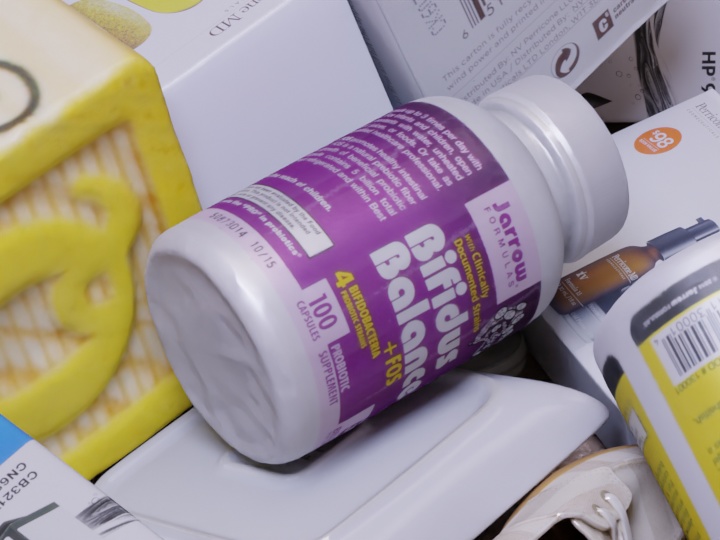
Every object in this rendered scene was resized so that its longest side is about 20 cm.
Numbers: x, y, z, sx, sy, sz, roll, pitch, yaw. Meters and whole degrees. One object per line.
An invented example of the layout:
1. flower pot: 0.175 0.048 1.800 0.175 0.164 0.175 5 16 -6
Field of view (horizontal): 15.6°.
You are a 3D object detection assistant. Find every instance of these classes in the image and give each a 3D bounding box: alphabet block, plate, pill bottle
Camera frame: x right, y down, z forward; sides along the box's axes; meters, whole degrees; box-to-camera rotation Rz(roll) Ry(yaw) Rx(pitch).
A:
1. alphabet block: -0.198 -0.017 1.169 0.195 0.197 0.200 -37 47 -18
2. plate: -0.025 0.086 1.137 0.199 0.032 0.200 8 33 44
3. pill bottle: 0.016 -0.008 1.135 0.200 0.112 0.112 -29 44 -25
4. pill bottle: 0.184 0.089 1.058 0.114 0.114 0.200 -16 64 -19

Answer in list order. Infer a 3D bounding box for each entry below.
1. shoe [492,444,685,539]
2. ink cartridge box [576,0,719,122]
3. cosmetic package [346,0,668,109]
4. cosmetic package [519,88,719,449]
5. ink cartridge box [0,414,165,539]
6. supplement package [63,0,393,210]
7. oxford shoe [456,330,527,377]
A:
1. shoe: 0.074 0.136 1.074 0.200 0.070 0.053 -33 14 -29
2. ink cartridge box: 0.170 -0.142 1.409 0.199 0.116 0.068 -1 17 2
3. cosmetic package: 0.021 -0.181 1.276 0.165 0.165 0.200 -43 48 -12
4. cosmetic package: 0.151 0.002 1.241 0.151 0.052 0.200 -23 35 -10
5. ink cartridge box: -0.129 0.160 1.014 0.200 0.084 0.146 31 67 37
6. supplement package: -0.088 -0.094 1.243 0.114 0.110 0.200 -38 36 -19
7. oxford shoe: 0.000 0.000 1.283 0.075 0.058 0.200 -27 44 -33
